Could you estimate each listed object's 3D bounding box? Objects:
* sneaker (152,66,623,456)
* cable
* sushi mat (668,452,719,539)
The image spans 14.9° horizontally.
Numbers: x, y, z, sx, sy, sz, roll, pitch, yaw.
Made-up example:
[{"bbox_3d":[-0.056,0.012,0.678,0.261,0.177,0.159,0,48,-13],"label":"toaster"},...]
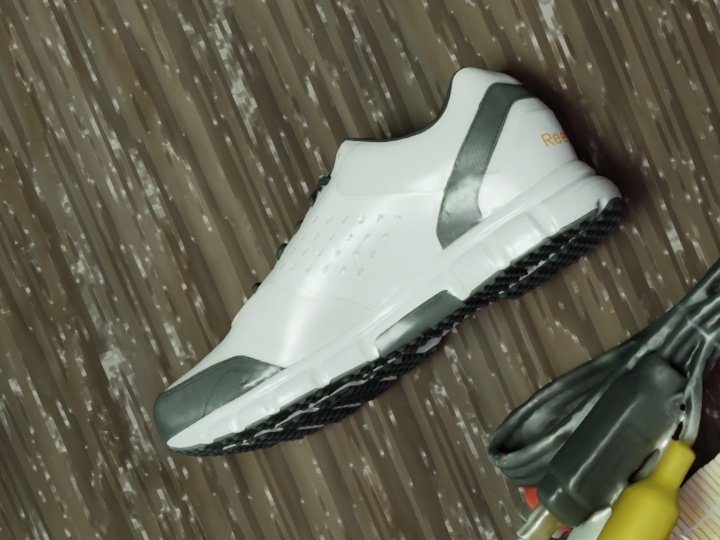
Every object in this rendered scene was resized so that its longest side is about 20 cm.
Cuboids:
[{"bbox_3d":[0.000,0.000,1.024,0.200,0.074,0.080,-35,78,16],"label":"sneaker"},{"bbox_3d":[0.119,0.039,1.005,0.050,0.097,0.200,40,92,-29],"label":"cable"},{"bbox_3d":[0.188,0.146,0.995,0.200,0.012,0.096,48,133,10],"label":"sushi mat"}]
